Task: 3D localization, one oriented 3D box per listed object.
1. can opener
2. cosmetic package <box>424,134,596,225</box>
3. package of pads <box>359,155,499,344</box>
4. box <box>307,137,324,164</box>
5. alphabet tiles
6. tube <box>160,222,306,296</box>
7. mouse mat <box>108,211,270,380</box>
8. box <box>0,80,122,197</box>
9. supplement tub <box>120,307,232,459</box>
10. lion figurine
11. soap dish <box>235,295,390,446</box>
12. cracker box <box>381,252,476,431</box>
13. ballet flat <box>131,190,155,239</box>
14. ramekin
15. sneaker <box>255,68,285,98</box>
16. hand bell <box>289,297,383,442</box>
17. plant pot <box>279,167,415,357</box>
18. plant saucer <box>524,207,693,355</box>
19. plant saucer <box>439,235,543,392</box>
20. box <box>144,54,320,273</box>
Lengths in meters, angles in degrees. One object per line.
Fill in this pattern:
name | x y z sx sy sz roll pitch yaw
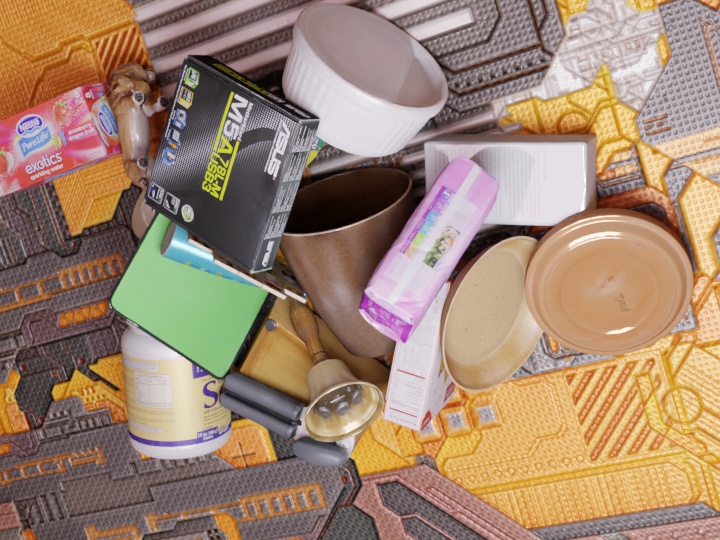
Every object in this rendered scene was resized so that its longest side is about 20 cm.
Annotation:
can opener | -0.100 0.195 1.657 0.199 0.067 0.054 23 110 16
cosmetic package | 0.182 -0.112 1.550 0.198 0.071 0.102 3 105 21
package of pads | 0.077 -0.023 1.461 0.075 0.121 0.201 31 73 6
box | -0.144 -0.138 1.615 0.117 0.049 0.200 26 128 -31
alphabet tiles | -0.147 -0.018 1.619 0.166 0.200 0.006 29 100 -16
tube | -0.160 -0.006 1.665 0.199 0.077 0.051 23 94 -20
mouse mat | -0.219 0.029 1.678 0.200 0.162 0.008 37 159 -26
box | -0.420 -0.181 1.762 0.199 0.095 0.100 -17 96 25
supplement tub | -0.252 0.141 1.752 0.144 0.145 0.202 3 105 21
lion figurine | -0.295 -0.178 1.696 0.122 0.072 0.202 5 94 58
soap dish | -0.071 0.149 1.716 0.199 0.081 0.158 36 114 11
cracker box | 0.091 0.084 1.604 0.057 0.134 0.202 17 110 17
ballet flat | -0.254 -0.104 1.728 0.069 0.069 0.200 44 115 6
ramekin | -0.002 -0.222 1.534 0.202 0.202 0.095 38 125 9
sneaker | -0.111 -0.186 1.662 0.199 0.076 0.116 -19 137 4
hand bell | -0.055 0.107 1.618 0.104 0.104 0.201 -51 44 25
plant pot | 0.000 0.000 1.611 0.185 0.187 0.201 -6 116 23
plant saucer | 0.295 0.020 1.519 0.198 0.032 0.202 3 124 5
plant saucer | 0.158 0.049 1.549 0.035 0.199 0.202 26 114 41
box | -0.157 -0.129 1.528 0.193 0.047 0.201 34 115 29
